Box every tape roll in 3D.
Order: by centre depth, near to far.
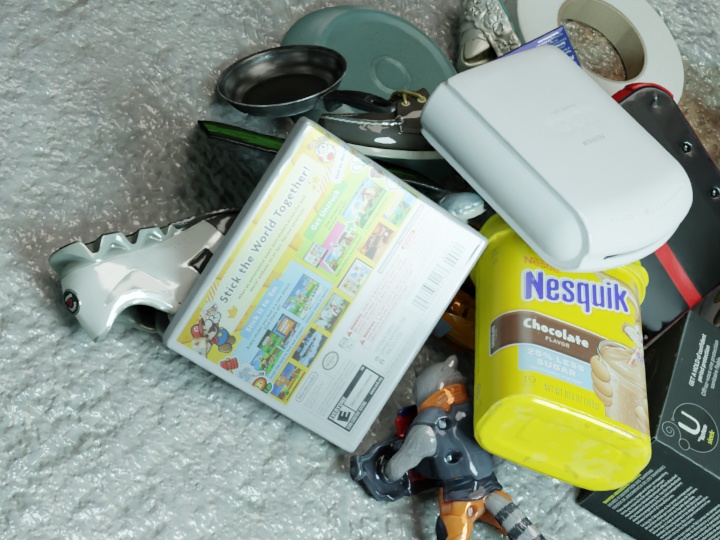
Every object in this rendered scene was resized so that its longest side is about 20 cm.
[{"bbox_3d":[0.234,-0.222,1.744,0.201,0.037,0.205,15,54,-21],"label":"tape roll"}]

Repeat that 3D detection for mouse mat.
[{"bbox_3d":[-0.034,-0.095,1.425,0.198,0.161,0.008,11,98,-11],"label":"mouse mat"}]

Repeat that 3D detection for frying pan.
[{"bbox_3d":[-0.033,-0.159,1.480,0.188,0.031,0.115,8,36,25],"label":"frying pan"}]

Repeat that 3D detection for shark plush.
[{"bbox_3d":[0.011,-0.031,1.396,0.198,0.091,0.083,-15,46,-32],"label":"shark plush"}]

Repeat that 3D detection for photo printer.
[{"bbox_3d":[0.166,-0.087,1.404,0.166,0.070,0.200,-22,62,-44],"label":"photo printer"}]

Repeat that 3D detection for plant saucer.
[{"bbox_3d":[0.021,-0.169,1.582,0.198,0.036,0.202,15,54,-22],"label":"plant saucer"}]

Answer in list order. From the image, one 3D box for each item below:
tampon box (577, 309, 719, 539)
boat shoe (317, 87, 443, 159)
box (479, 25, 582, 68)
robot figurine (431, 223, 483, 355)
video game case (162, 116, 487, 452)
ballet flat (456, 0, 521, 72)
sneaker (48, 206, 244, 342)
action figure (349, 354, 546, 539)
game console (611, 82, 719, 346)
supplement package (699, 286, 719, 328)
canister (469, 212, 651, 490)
[{"bbox_3d":[0.310,0.165,1.469,0.199,0.126,0.151,32,48,-7],"label":"tampon box"},{"bbox_3d":[0.054,-0.127,1.494,0.199,0.072,0.061,2,103,-22],"label":"boat shoe"},{"bbox_3d":[0.174,-0.106,1.581,0.120,0.032,0.202,-26,93,-17],"label":"box"},{"bbox_3d":[0.126,0.033,1.493,0.199,0.058,0.146,26,51,-12],"label":"robot figurine"},{"bbox_3d":[-0.025,0.014,1.328,0.181,0.201,0.023,32,4,-23],"label":"video game case"},{"bbox_3d":[0.130,-0.184,1.638,0.071,0.072,0.201,-13,69,-36],"label":"ballet flat"},{"bbox_3d":[-0.139,0.008,1.351,0.198,0.074,0.089,-16,79,-31],"label":"sneaker"},{"bbox_3d":[0.104,0.155,1.373,0.199,0.104,0.195,-22,82,-37],"label":"action figure"},{"bbox_3d":[0.252,-0.052,1.573,0.176,0.031,0.201,-36,96,-10],"label":"game console"},{"bbox_3d":[0.410,0.053,1.554,0.150,0.200,0.152,35,48,-5],"label":"supplement package"},{"bbox_3d":[0.158,0.062,1.377,0.147,0.087,0.201,21,43,-17],"label":"canister"}]
